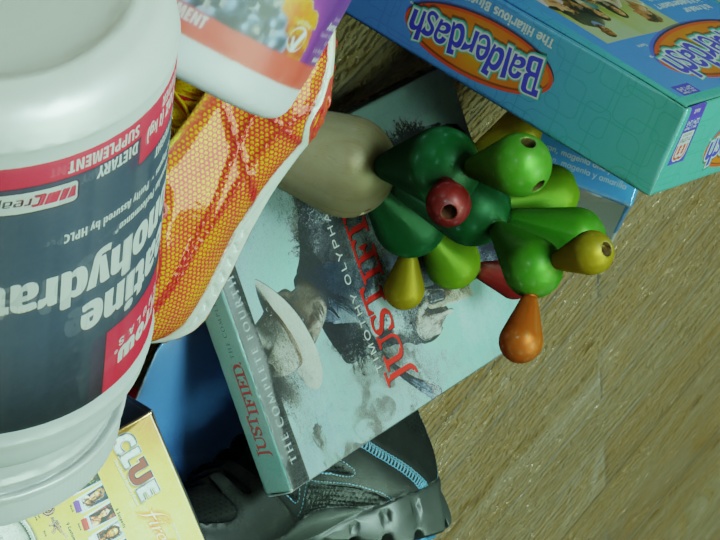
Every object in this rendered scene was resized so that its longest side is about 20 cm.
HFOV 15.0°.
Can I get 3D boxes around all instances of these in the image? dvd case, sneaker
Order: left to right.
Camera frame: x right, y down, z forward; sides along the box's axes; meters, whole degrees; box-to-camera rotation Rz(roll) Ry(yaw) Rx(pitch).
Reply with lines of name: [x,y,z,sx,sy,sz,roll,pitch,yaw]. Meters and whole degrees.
sneaker: [-0.069,-0.054,1.119,0.077,0.073,0.200,3,114,-52]
sneaker: [-0.049,0.102,1.277,0.200,0.073,0.082,-10,90,-41]
dvd case: [0.000,0.000,1.274,0.200,0.022,0.146,-29,104,-46]

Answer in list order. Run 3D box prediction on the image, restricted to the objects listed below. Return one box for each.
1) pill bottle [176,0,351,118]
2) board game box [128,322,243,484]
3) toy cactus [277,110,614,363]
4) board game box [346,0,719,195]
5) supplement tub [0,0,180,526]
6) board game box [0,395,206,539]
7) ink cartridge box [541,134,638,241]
pill bottle: [-0.029,-0.167,1.002,0.200,0.111,0.111,-61,156,7]
board game box: [-0.082,0.079,1.300,0.158,0.039,0.200,0,117,-55]
toy cactus: [0.025,-0.025,1.201,0.200,0.165,0.102,131,-22,-86]
board game box: [0.087,-0.109,1.189,0.152,0.200,0.045,-17,134,-55]
supplement tub: [-0.137,-0.022,0.935,0.140,0.140,0.200,-37,149,-38]
board game box: [-0.117,0.172,1.173,0.135,0.035,0.200,-28,111,-19]
ink cartridge box: [0.130,-0.121,1.331,0.115,0.068,0.200,98,13,-80]
